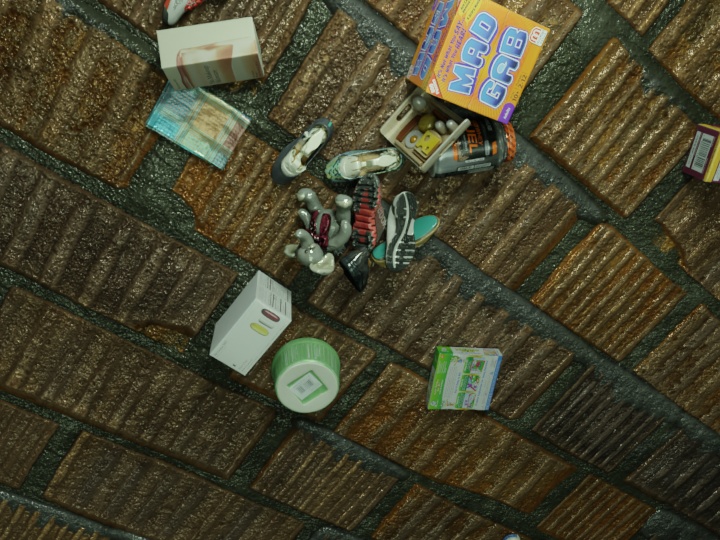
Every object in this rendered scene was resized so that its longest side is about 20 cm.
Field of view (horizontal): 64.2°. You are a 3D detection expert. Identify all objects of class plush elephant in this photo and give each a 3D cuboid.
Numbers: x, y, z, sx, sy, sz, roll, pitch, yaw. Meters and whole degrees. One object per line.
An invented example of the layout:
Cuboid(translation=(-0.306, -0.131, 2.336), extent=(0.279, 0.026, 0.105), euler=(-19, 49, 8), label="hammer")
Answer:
Cuboid(translation=(-0.108, -0.079, 1.388), extent=(0.155, 0.163, 0.201), euler=(-47, 142, -33), label="plush elephant")

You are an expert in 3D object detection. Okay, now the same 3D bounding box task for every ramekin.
Cuboid(translation=(-0.150, 0.299, 1.601), extent=(0.197, 0.098, 0.202), euler=(-3, 116, -7), label="ramekin")

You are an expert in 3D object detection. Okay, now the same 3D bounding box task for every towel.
Cuboid(translation=(-0.369, -0.340, 1.310), extent=(0.199, 0.022, 0.147), euler=(30, 108, -20), label="towel")

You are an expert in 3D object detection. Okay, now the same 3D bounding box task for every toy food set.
Cuboid(translation=(0.140, -0.324, 1.296), extent=(0.144, 0.200, 0.060), euler=(-47, 135, 10), label="toy food set")

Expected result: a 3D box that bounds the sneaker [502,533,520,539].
Cuboid(translation=(0.521, 1.047, 2.061), extent=(0.076, 0.085, 0.202), euler=(12, 114, -13), label="sneaker")

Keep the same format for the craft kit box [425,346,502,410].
Cuboid(translation=(0.306, 0.325, 1.711), extent=(0.195, 0.049, 0.202), euler=(3, 115, -12), label="craft kit box")

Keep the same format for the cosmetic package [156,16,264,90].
Cuboid(translation=(-0.311, -0.453, 1.206), extent=(0.198, 0.103, 0.088), euler=(-10, 81, -2), label="cosmetic package")

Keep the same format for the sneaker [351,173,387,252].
Cuboid(translation=(0.025, -0.149, 1.418), extent=(0.070, 0.098, 0.202), euler=(16, 121, 23), label="sneaker")

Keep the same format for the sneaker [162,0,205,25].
Cuboid(translation=(-0.322, -0.576, 1.179), extent=(0.107, 0.067, 0.202), euler=(27, 106, -17), label="sneaker")

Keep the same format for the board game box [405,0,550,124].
Cuboid(translation=(0.242, -0.463, 1.239), extent=(0.198, 0.200, 0.201), euler=(16, 112, -15), label="board game box")

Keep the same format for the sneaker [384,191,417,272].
Cuboid(translation=(0.099, -0.095, 1.438), extent=(0.073, 0.080, 0.202), euler=(9, 94, -16), label="sneaker")

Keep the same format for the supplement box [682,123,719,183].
Cuboid(translation=(0.964, -0.298, 1.475), extent=(0.197, 0.103, 0.132), euler=(3, 115, -9), label="supplement box")

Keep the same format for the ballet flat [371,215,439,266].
Cuboid(translation=(0.121, -0.076, 1.493), extent=(0.199, 0.069, 0.063), euler=(-29, 144, 9), label="ballet flat")

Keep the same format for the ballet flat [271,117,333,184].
Cuboid(translation=(-0.139, -0.276, 1.347), extent=(0.073, 0.073, 0.200), euler=(40, 104, -23), label="ballet flat")

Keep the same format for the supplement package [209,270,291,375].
Cuboid(translation=(-0.279, 0.133, 1.472), extent=(0.110, 0.156, 0.200), euler=(35, 107, -21), label="supplement package")

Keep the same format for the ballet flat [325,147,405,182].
Cuboid(translation=(0.012, -0.258, 1.376), extent=(0.198, 0.074, 0.075), euler=(-15, 117, -2), label="ballet flat")

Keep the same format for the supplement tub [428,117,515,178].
Cuboid(translation=(0.258, -0.294, 1.365), extent=(0.198, 0.123, 0.124), euler=(-10, 117, -4), label="supplement tub")

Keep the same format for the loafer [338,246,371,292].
Cuboid(translation=(0.000, 0.000, 1.452), extent=(0.072, 0.200, 0.073), euler=(-40, 76, -7), label="loafer")
